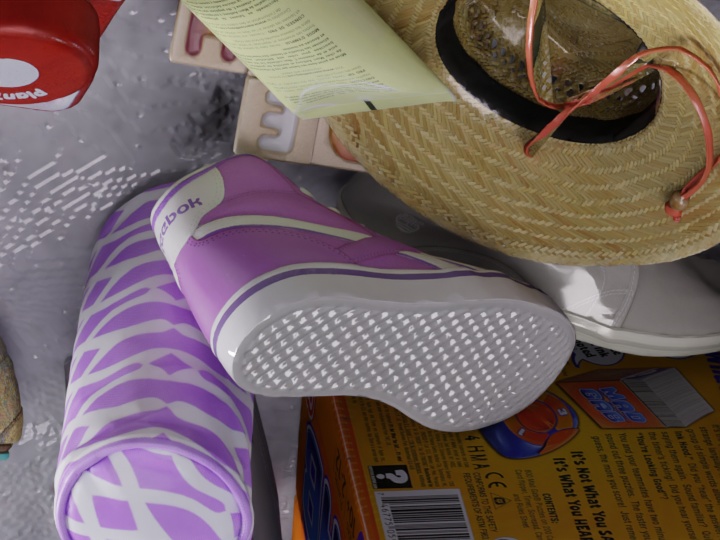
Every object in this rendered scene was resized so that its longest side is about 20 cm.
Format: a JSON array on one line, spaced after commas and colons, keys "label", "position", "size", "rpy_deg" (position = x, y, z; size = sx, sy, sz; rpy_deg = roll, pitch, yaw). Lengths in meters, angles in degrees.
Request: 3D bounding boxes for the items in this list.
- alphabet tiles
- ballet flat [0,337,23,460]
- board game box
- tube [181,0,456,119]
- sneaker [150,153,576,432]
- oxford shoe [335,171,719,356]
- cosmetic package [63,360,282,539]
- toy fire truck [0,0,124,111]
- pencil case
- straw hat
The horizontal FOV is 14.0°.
[{"label": "alphabet tiles", "position": [0.026, -0.120, 1.203], "size": [0.199, 0.008, 0.168], "rpy_deg": [8, 103, -15]}, {"label": "ballet flat", "position": [-0.229, 0.053, 1.229], "size": [0.199, 0.071, 0.071], "rpy_deg": [-3, 127, -41]}, {"label": "board game box", "position": [0.081, 0.153, 1.297], "size": [0.199, 0.200, 0.201], "rpy_deg": [-1, 122, -9]}, {"label": "tube", "position": [-0.046, -0.115, 1.111], "size": [0.052, 0.058, 0.200], "rpy_deg": [-44, 132, 2]}, {"label": "sneaker", "position": [0.000, -0.001, 1.206], "size": [0.200, 0.114, 0.073], "rpy_deg": [15, 118, -46]}, {"label": "oxford shoe", "position": [0.088, -0.013, 1.272], "size": [0.199, 0.075, 0.058], "rpy_deg": [17, 120, -14]}, {"label": "cosmetic package", "position": [-0.076, 0.126, 1.251], "size": [0.090, 0.200, 0.107], "rpy_deg": [-13, 126, -1]}, {"label": "toy fire truck", "position": [-0.187, -0.110, 1.126], "size": [0.199, 0.113, 0.168], "rpy_deg": [5, 158, -18]}, {"label": "pencil case", "position": [-0.078, 0.047, 1.208], "size": [0.084, 0.200, 0.085], "rpy_deg": [-35, 116, 25]}, {"label": "straw hat", "position": [0.082, -0.095, 1.170], "size": [0.200, 0.085, 0.202], "rpy_deg": [18, 141, 15]}]
